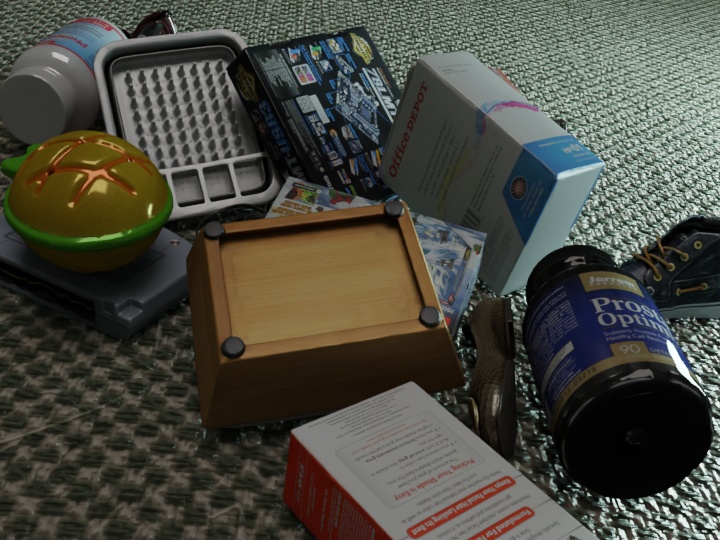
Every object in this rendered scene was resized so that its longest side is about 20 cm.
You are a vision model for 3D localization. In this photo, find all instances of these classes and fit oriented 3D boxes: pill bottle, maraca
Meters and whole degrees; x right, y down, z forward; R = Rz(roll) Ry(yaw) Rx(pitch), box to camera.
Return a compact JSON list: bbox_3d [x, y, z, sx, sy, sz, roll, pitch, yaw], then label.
[{"bbox_3d":[-0.348,-0.224,1.061,0.106,0.111,0.201,9,30,3],"label":"pill bottle"},{"bbox_3d":[-0.235,-0.069,0.755,0.135,0.109,0.200,-10,34,-27],"label":"maraca"},{"bbox_3d":[0.186,0.066,0.687,0.109,0.114,0.201,5,30,-4],"label":"pill bottle"}]

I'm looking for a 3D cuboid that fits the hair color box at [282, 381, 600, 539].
[{"bbox_3d":[0.052,0.161,0.545,0.109,0.065,0.199,-15,36,-35],"label":"hair color box"}]

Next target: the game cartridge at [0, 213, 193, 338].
[{"bbox_3d":[-0.240,-0.011,0.799,0.197,0.041,0.133,21,36,21],"label":"game cartridge"}]

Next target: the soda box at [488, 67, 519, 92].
[{"bbox_3d":[0.180,-0.217,1.215,0.067,0.065,0.201,1,30,-10],"label":"soda box"}]

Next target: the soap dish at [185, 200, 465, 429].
[{"bbox_3d":[-0.031,0.027,0.679,0.195,0.082,0.159,-8,51,-9],"label":"soap dish"}]

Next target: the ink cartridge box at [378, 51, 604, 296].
[{"bbox_3d":[0.120,-0.101,0.880,0.084,0.146,0.200,-18,52,-38],"label":"ink cartridge box"}]

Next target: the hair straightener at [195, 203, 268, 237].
[{"bbox_3d":[-0.067,-0.028,0.873,0.195,0.042,0.077,9,30,12],"label":"hair straightener"}]

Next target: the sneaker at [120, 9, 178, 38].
[{"bbox_3d":[-0.229,-0.282,1.179,0.195,0.118,0.076,3,30,-7],"label":"sneaker"}]

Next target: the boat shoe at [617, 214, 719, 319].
[{"bbox_3d":[0.285,-0.004,0.849,0.196,0.093,0.071,-4,31,-19],"label":"boat shoe"}]

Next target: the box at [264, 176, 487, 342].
[{"bbox_3d":[0.000,0.000,0.783,0.196,0.040,0.138,17,51,12],"label":"box"}]

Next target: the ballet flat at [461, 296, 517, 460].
[{"bbox_3d":[0.099,0.079,0.698,0.045,0.069,0.201,-3,26,11],"label":"ballet flat"}]

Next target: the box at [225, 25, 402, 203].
[{"bbox_3d":[-0.022,-0.160,0.975,0.197,0.049,0.203,-26,86,-46],"label":"box"}]

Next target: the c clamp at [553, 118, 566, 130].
[{"bbox_3d":[0.160,-0.154,1.038,0.196,0.171,0.028,3,68,-20],"label":"c clamp"}]

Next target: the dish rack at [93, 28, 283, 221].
[{"bbox_3d":[-0.182,-0.149,0.937,0.168,0.044,0.204,-12,78,-18],"label":"dish rack"}]
